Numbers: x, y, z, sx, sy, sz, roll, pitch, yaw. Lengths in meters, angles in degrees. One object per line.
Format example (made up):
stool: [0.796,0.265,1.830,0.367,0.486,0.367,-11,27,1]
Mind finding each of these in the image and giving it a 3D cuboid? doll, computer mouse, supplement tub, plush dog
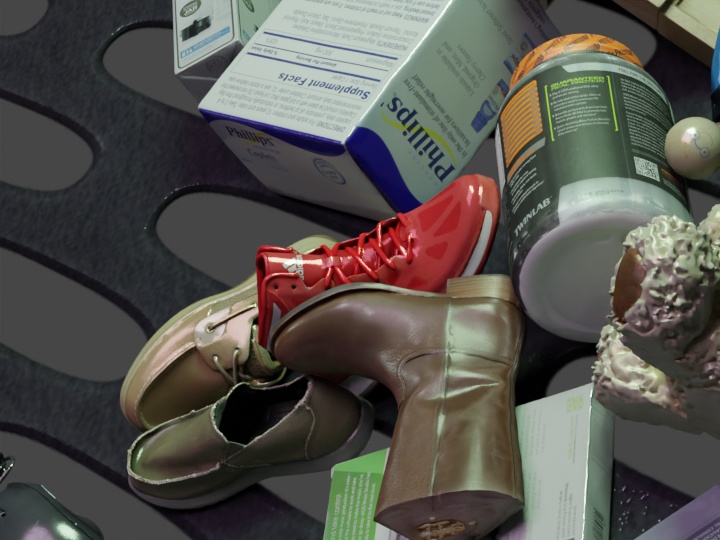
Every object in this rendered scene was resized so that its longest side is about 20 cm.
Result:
doll: [0.279,-0.120,1.650,0.200,0.137,0.048,-32,4,-7]
computer mouse: [-0.277,0.204,1.880,0.140,0.046,0.200,-47,36,-11]
supplement tub: [0.152,-0.059,1.698,0.122,0.123,0.200,-26,38,20]
plush dog: [0.238,0.011,1.532,0.160,0.200,0.172,24,70,11]

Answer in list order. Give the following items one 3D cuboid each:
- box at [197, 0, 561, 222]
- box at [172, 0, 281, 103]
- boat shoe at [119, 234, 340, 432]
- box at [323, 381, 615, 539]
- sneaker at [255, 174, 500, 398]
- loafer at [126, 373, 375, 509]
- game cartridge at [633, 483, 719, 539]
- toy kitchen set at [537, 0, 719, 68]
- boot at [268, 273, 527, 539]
box: [0.014,-0.148,1.937,0.184,0.105,0.200,17,63,50]
box: [-0.096,-0.193,2.079,0.060,0.117,0.200,-28,36,17]
boat shoe: [-0.084,0.052,1.842,0.200,0.071,0.065,-39,34,1]
box: [0.064,0.160,1.622,0.200,0.036,0.145,-18,41,27]
sneaker: [0.000,0.000,1.729,0.200,0.115,0.078,-53,27,26]
loafer: [-0.086,0.108,1.785,0.200,0.070,0.075,-18,41,29]
game cartridge: [0.184,0.201,1.465,0.200,0.041,0.133,-35,32,9]
toy kitchen set: [0.225,-0.243,1.873,0.200,0.180,0.163,36,80,14]
boot: [0.018,0.098,1.638,0.186,0.064,0.200,-14,46,21]
